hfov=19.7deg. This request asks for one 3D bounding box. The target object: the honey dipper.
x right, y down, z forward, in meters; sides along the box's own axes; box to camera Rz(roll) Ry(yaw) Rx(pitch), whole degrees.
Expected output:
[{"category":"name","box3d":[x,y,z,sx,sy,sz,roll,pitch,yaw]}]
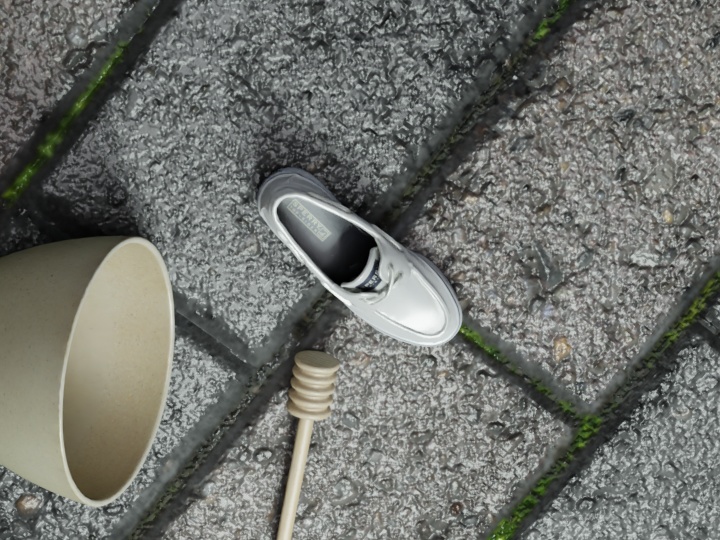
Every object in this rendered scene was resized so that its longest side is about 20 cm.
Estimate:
[{"category":"honey dipper","box3d":[-0.050,0.163,1.678,0.038,0.038,0.201,6,110,-10]}]

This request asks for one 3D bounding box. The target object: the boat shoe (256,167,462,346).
[{"category":"boat shoe","box3d":[0.000,0.000,1.612,0.199,0.065,0.074,34,101,-17]}]

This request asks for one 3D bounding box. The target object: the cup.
[{"category":"cup","box3d":[-0.243,0.065,1.552,0.142,0.200,0.202,8,109,18]}]
